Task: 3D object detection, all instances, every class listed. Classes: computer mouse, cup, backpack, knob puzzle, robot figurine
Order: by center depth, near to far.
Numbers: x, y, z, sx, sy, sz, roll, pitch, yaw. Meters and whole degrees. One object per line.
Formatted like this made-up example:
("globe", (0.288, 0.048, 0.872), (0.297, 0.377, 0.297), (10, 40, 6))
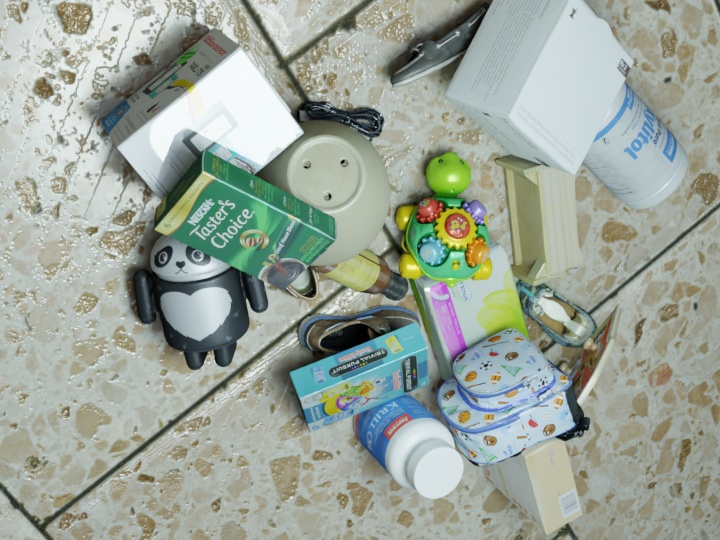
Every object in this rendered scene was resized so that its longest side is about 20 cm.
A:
("cup", (-0.050, -0.114, 1.561), (0.198, 0.143, 0.202), (1, 84, -7))
("robot figurine", (-0.220, 0.034, 1.615), (0.149, 0.124, 0.202), (-21, 116, -31))
("computer mouse", (-0.036, -0.135, 1.686), (0.137, 0.053, 0.202), (4, 105, -26))
("backpack", (0.214, 0.195, 1.767), (0.190, 0.200, 0.155), (-33, 114, -4))
("knob puzzle", (0.340, 0.166, 1.863), (0.030, 0.220, 0.221), (31, 93, -1))

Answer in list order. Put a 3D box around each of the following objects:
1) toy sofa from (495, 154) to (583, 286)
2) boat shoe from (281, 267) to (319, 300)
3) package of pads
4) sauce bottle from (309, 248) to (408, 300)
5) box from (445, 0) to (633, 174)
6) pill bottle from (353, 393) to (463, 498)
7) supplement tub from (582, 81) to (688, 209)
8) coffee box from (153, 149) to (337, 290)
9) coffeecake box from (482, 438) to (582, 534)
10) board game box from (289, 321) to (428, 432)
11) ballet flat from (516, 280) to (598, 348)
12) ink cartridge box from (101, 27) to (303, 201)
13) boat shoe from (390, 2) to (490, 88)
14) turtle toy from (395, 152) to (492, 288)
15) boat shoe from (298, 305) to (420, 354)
("toy sofa", (0.279, -0.086, 1.831), (0.097, 0.083, 0.202), (-19, 114, -22))
("boat shoe", (-0.114, -0.037, 1.670), (0.076, 0.074, 0.200), (-40, 119, -7))
("package of pads", (0.177, 0.065, 1.843), (0.154, 0.068, 0.201), (-27, 117, -14))
("sauce bottle", (0.000, 0.000, 1.717), (0.200, 0.066, 0.066), (29, 94, -48))
("box", (0.259, -0.277, 1.684), (0.199, 0.130, 0.201), (31, 86, -46))
("pill bottle", (0.075, 0.262, 1.786), (0.111, 0.200, 0.113), (-8, 110, -22))
("supplement tub", (0.401, -0.203, 1.822), (0.200, 0.132, 0.132), (37, 89, -29))
("coffee box", (-0.143, -0.058, 1.465), (0.199, 0.044, 0.123), (28, 129, -28))
("coffeecake box", (0.258, 0.300, 1.883), (0.073, 0.200, 0.155), (-25, 116, -15))
("board game box", (0.002, 0.161, 1.740), (0.199, 0.047, 0.151), (-21, 154, -6))
("ballet flat", (0.329, 0.081, 1.919), (0.199, 0.074, 0.075), (29, 93, -30))
("ink cartridge box", (-0.206, -0.187, 1.528), (0.200, 0.147, 0.146), (-40, 118, -3))
("boat shoe", (0.118, -0.324, 1.694), (0.199, 0.067, 0.057), (-29, 98, -19))
("turtle toy", (0.130, -0.073, 1.738), (0.144, 0.101, 0.202), (1, 73, -12))
("boat shoe", (0.009, 0.102, 1.774), (0.198, 0.072, 0.073), (-6, 109, -23))
